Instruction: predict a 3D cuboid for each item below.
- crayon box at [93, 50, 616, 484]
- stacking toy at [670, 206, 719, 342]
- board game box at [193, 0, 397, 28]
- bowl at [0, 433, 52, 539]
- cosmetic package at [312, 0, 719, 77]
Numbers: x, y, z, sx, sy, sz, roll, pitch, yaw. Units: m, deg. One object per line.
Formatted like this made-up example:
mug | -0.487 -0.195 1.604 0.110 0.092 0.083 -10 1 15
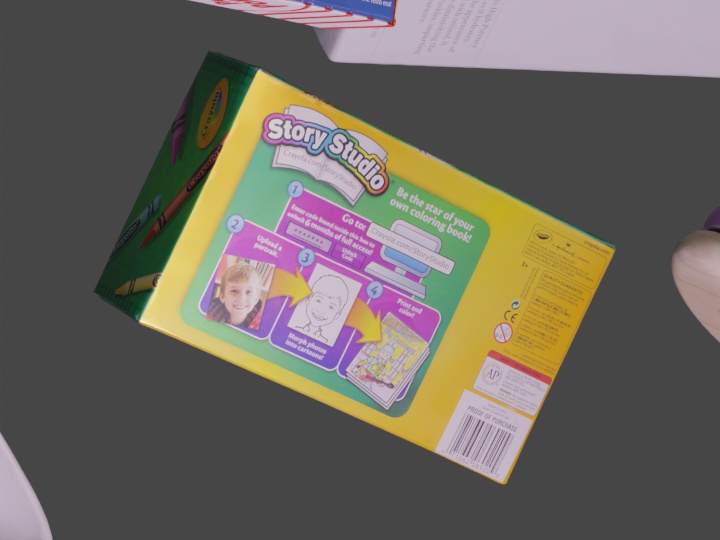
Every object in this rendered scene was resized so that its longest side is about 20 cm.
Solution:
crayon box | 0.000 0.000 1.253 0.200 0.058 0.119 26 90 -26
stacking toy | 0.239 -0.045 1.342 0.200 0.085 0.085 -44 115 -13
board game box | -0.044 -0.203 1.101 0.151 0.046 0.201 9 87 -43
bowl | -0.234 0.091 1.110 0.200 0.075 0.200 55 40 -2
cosmetic package | 0.081 -0.143 1.229 0.199 0.074 0.102 0 139 -26
